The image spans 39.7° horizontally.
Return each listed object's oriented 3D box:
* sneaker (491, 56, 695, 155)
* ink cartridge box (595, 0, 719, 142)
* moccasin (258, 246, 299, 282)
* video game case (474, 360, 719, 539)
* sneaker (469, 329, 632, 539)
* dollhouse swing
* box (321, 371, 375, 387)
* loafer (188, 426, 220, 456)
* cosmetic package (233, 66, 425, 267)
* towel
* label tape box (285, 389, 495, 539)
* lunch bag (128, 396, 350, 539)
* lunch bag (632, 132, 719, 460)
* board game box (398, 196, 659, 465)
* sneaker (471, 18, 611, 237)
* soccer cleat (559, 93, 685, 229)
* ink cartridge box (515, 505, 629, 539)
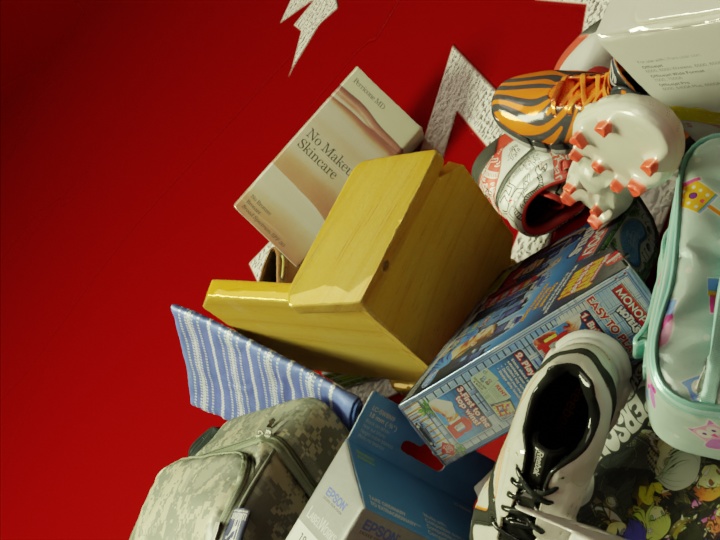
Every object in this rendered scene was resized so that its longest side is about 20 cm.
[{"bbox_3d":[0.187,-0.142,0.771,0.198,0.112,0.078,10,72,27],"label":"sneaker"},{"bbox_3d":[0.282,-0.159,0.635,0.144,0.199,0.149,5,67,56],"label":"ink cartridge box"},{"bbox_3d":[-0.110,0.069,1.106,0.073,0.077,0.203,-6,58,53],"label":"moccasin"},{"bbox_3d":[0.179,0.149,0.664,0.200,0.036,0.182,-48,33,17],"label":"video game case"},{"bbox_3d":[0.107,0.134,0.623,0.073,0.080,0.203,19,99,22],"label":"sneaker"},{"bbox_3d":[0.000,0.000,0.844,0.174,0.200,0.183,19,76,36],"label":"dollhouse swing"},{"bbox_3d":[0.027,0.011,1.006,0.109,0.035,0.202,-22,46,44],"label":"box"},{"bbox_3d":[-0.107,0.175,1.025,0.200,0.072,0.073,-49,39,33],"label":"loafer"},{"bbox_3d":[-0.032,-0.109,1.087,0.200,0.103,0.087,-49,-3,4],"label":"cosmetic package"},{"bbox_3d":[-0.082,0.118,0.889,0.198,0.146,0.024,24,52,21],"label":"towel"},{"bbox_3d":[0.021,0.212,0.727,0.201,0.144,0.063,-59,31,-3],"label":"label tape box"},{"bbox_3d":[-0.095,0.212,0.833,0.168,0.140,0.199,-42,12,-38],"label":"lunch bag"},{"bbox_3d":[0.245,0.018,0.576,0.158,0.077,0.202,10,62,15],"label":"lunch bag"},{"bbox_3d":[0.151,0.033,0.727,0.199,0.062,0.200,-32,10,45],"label":"board game box"},{"bbox_3d":[0.190,-0.120,0.866,0.202,0.067,0.108,-48,37,15],"label":"sneaker"},{"bbox_3d":[0.178,-0.085,0.661,0.078,0.069,0.200,-48,-9,-4],"label":"soccer cleat"},{"bbox_3d":[0.174,0.193,0.515,0.199,0.115,0.069,15,82,46],"label":"ink cartridge box"}]
